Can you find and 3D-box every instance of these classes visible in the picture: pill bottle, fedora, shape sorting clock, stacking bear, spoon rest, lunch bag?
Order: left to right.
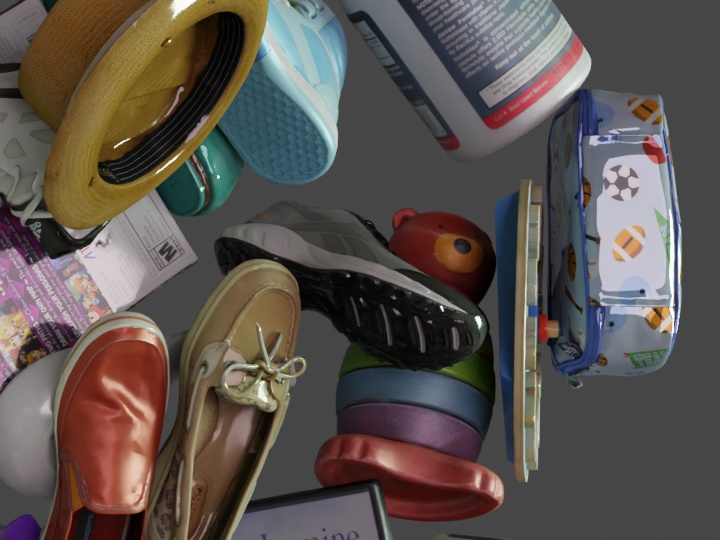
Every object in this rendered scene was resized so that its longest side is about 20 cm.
[{"bbox_3d":[-0.134,-0.117,1.141,0.082,0.201,0.201,37,67,12],"label":"fedora"},{"bbox_3d":[-0.141,0.080,1.263,0.199,0.061,0.100,-20,121,-21],"label":"spoon rest"},{"bbox_3d":[0.042,0.055,1.333,0.121,0.114,0.201,15,68,-8],"label":"stacking bear"},{"bbox_3d":[0.054,-0.185,1.351,0.120,0.119,0.200,-43,105,-23],"label":"pill bottle"},{"bbox_3d":[0.112,0.039,1.331,0.039,0.200,0.202,-3,87,5],"label":"shape sorting clock"},{"bbox_3d":[0.167,-0.019,1.380,0.075,0.160,0.201,2,85,-6],"label":"lunch bag"}]

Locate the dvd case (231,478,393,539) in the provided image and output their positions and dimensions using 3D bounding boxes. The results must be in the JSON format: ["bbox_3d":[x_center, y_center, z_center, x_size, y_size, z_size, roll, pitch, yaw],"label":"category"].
[{"bbox_3d":[-0.035,0.242,1.278,0.142,0.018,0.201,-12,91,15],"label":"dvd case"}]

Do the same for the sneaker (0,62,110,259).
[{"bbox_3d":[-0.211,-0.060,1.186,0.199,0.076,0.116,-12,89,-30],"label":"sneaker"}]

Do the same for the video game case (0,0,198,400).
[{"bbox_3d":[-0.224,-0.041,1.242,0.181,0.036,0.201,-37,102,-25],"label":"video game case"}]

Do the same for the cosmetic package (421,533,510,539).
[{"bbox_3d":[0.064,0.283,1.328,0.087,0.103,0.201,-12,93,-27],"label":"cosmetic package"}]

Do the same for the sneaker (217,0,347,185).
[{"bbox_3d":[-0.075,-0.164,1.282,0.201,0.079,0.131,60,25,-30],"label":"sneaker"}]

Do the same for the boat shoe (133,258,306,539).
[{"bbox_3d":[-0.077,0.093,1.228,0.073,0.063,0.201,12,101,-32],"label":"boat shoe"}]

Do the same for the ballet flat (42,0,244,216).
[{"bbox_3d":[-0.137,-0.130,1.287,0.070,0.067,0.201,-41,106,-49],"label":"ballet flat"}]

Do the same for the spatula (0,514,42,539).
[{"bbox_3d":[-0.247,0.131,1.223,0.056,0.021,0.201,-41,103,-35],"label":"spatula"}]

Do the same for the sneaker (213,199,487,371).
[{"bbox_3d":[0.000,0.000,1.277,0.079,0.199,0.074,-43,140,-33],"label":"sneaker"}]

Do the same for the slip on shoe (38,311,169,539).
[{"bbox_3d":[-0.150,0.121,1.202,0.074,0.061,0.201,4,108,-31],"label":"slip on shoe"}]
